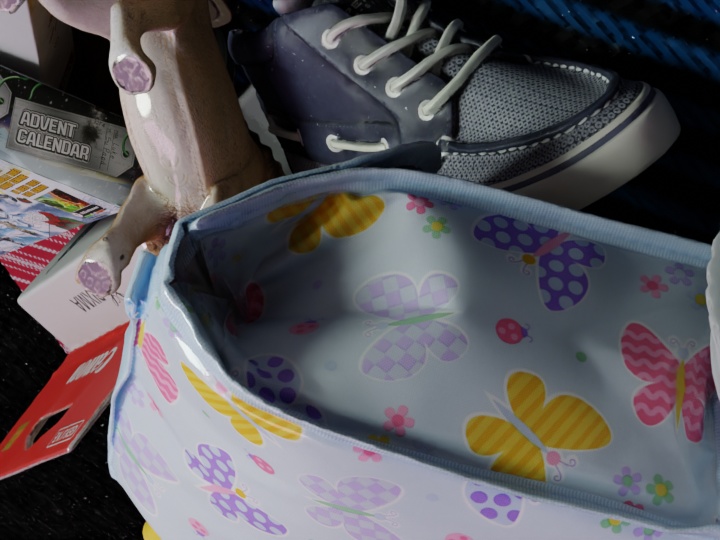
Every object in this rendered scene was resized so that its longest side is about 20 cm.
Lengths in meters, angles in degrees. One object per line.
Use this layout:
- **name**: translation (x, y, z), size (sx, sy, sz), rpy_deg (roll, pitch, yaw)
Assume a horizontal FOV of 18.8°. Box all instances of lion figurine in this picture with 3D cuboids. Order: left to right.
- **lion figurine**: translation (-0.071, -0.063, 0.806), size (0.072, 0.123, 0.202), rpy_deg (3, 119, 18)

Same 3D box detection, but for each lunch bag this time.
- **lunch bag**: translation (0.016, 0.046, 0.736), size (0.198, 0.128, 0.170), rpy_deg (13, 150, -4)

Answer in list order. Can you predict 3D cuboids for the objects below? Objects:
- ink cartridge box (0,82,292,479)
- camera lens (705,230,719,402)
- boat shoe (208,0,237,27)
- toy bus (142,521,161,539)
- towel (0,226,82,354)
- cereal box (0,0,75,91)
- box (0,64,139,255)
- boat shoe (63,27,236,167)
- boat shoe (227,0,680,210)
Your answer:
- **ink cartridge box**: translation (-0.114, 0.011, 0.977), size (0.045, 0.177, 0.200), rpy_deg (43, 158, -10)
- **camera lens**: translation (0.197, 0.058, 0.640), size (0.159, 0.160, 0.201), rpy_deg (16, 146, 42)
- **boat shoe**: translation (-0.114, -0.167, 0.825), size (0.072, 0.069, 0.200), rpy_deg (-6, 148, 46)
- **toy bus**: translation (0.010, 0.122, 1.071), size (0.200, 0.136, 0.193), rpy_deg (38, 143, 10)
- **towel**: translation (-0.150, 0.002, 1.210), size (0.144, 0.023, 0.201), rpy_deg (16, 148, 39)
- **cereal box**: translation (-0.187, -0.124, 0.847), size (0.143, 0.040, 0.200), rpy_deg (17, 163, 1)
- **box**: translation (-0.189, -0.055, 0.940), size (0.136, 0.040, 0.200), rpy_deg (22, 165, -23)
- **boat shoe**: translation (-0.117, -0.082, 0.987), size (0.199, 0.073, 0.072), rpy_deg (-3, 163, 44)
- **boat shoe**: translation (0.023, -0.066, 0.787), size (0.199, 0.075, 0.093), rpy_deg (-5, 122, 54)
